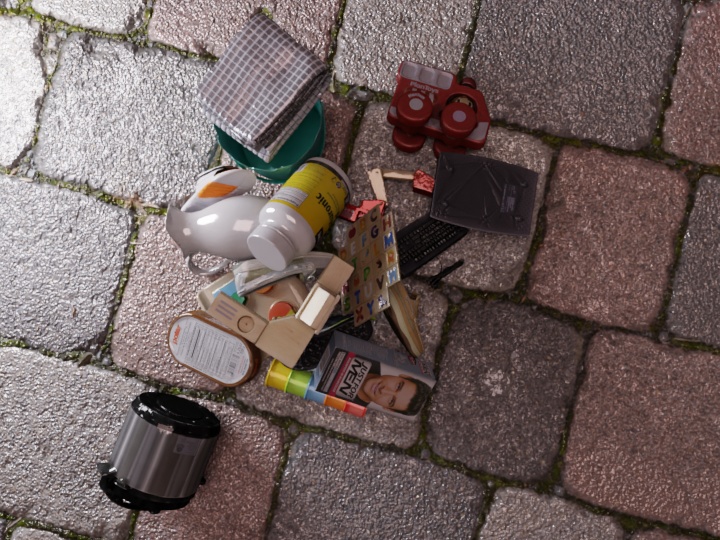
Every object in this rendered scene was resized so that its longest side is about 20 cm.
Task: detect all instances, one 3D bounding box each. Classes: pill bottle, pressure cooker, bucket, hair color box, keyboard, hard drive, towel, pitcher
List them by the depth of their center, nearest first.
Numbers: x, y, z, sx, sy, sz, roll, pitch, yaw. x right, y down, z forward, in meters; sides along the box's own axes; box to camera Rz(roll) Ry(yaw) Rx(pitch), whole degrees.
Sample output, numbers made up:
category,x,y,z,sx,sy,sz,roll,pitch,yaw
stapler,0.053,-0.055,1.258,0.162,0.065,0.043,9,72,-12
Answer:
category,x,y,z,sx,sy,sz,roll,pitch,yaw
towel,-0.170,-0.315,1.016,0.165,0.086,0.200,40,90,6
pill bottle,-0.107,-0.097,1.034,0.111,0.111,0.200,33,59,6
hair color box,0.025,0.194,1.074,0.199,0.061,0.100,21,111,-14
keyboard,0.135,-0.039,1.083,0.199,0.021,0.128,-33,89,-35
pressure cooker,-0.370,0.344,1.086,0.175,0.179,0.201,21,88,3
hard drive,0.228,-0.140,1.108,0.198,0.042,0.136,9,87,-11
bucket,-0.161,-0.270,1.122,0.205,0.135,0.209,0,86,6
pitcher,-0.248,-0.060,1.124,0.198,0.172,0.122,-5,49,-1

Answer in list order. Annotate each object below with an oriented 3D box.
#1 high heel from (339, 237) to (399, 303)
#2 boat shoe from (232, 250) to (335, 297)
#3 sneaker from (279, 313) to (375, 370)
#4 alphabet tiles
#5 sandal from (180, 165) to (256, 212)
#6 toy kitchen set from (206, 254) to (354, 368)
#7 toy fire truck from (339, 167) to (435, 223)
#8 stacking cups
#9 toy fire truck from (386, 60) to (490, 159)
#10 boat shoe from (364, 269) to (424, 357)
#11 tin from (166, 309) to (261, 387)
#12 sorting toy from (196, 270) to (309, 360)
category,x,y,z,sx,sy,sz,roll,pitch,yaw
high heel,0.000,0.000,1.113,0.199,0.096,0.068,-32,85,2
boat shoe,-0.138,0.005,1.116,0.200,0.074,0.065,-8,81,-20
sneaker,-0.063,0.131,1.122,0.198,0.083,0.072,-17,102,6
alphabet tiles,0.012,-0.010,1.053,0.006,0.166,0.202,14,58,-34
sandal,-0.283,-0.160,1.125,0.206,0.079,0.060,-25,66,37
toy kitchen set,-0.131,0.036,0.993,0.180,0.163,0.201,33,86,-2
toy fire truck,0.033,-0.145,1.142,0.199,0.049,0.142,21,88,7
stacking cups,-0.080,0.227,1.125,0.199,0.061,0.061,19,89,6
toy fire truck,0.152,-0.311,1.120,0.198,0.112,0.169,16,70,5
boat shoe,0.083,0.068,1.095,0.076,0.072,0.201,-31,113,-10
tin,-0.285,0.150,1.140,0.199,0.042,0.113,22,96,15
sorting toy,-0.200,0.073,1.156,0.199,0.036,0.186,-31,85,2
